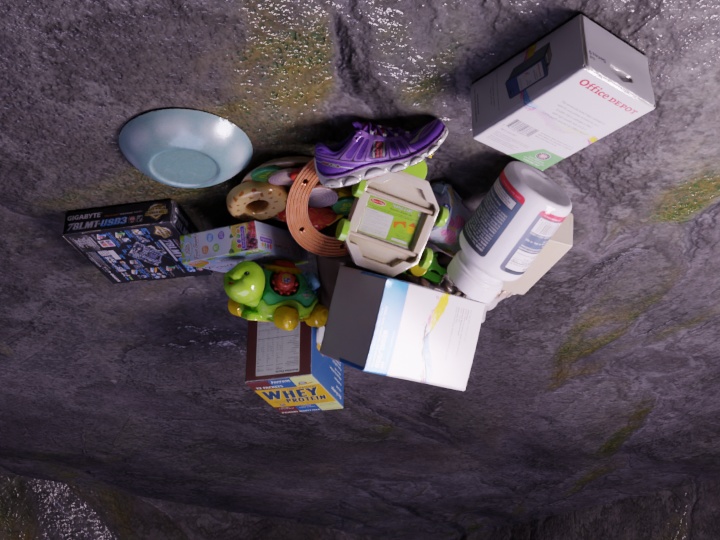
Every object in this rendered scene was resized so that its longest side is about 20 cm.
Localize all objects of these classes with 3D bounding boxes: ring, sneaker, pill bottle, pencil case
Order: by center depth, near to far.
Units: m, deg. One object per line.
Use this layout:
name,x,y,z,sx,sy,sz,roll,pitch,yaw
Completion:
sneaker,0.028,-0.179,1.463,0.197,0.084,0.081,-17,-165,2
ring,-0.023,-0.110,1.565,0.198,0.019,0.202,-14,128,-19
pill bottle,0.222,-0.055,1.582,0.119,0.120,0.201,17,121,-32
pencil case,0.161,-0.069,1.683,0.082,0.092,0.199,8,163,40

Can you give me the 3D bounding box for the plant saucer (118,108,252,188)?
plant saucer,-0.259,-0.167,1.526,0.198,0.039,0.202,-1,154,0

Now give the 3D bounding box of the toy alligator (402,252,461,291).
toy alligator,0.096,-0.015,1.637,0.198,0.055,0.059,17,177,-11

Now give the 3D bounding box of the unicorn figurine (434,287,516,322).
unicorn figurine,0.215,0.041,1.914,0.198,0.075,0.137,20,137,-26

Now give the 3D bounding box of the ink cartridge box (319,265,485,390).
ink cartridge box,0.066,0.091,1.609,0.198,0.147,0.147,14,179,-31

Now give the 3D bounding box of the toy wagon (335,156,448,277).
toy wagon,0.056,-0.094,1.553,0.153,0.202,0.040,18,-172,-19

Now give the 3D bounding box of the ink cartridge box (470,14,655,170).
ink cartridge box,0.263,-0.227,1.352,0.144,0.089,0.199,18,150,-34

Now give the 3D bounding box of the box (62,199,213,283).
box,-0.376,-0.044,1.768,0.196,0.050,0.200,-7,153,12

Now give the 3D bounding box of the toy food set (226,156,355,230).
toy food set,-0.097,-0.118,1.619,0.198,0.049,0.197,19,148,-34

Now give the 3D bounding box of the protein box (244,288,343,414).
protein box,-0.122,0.147,1.990,0.133,0.203,0.199,-7,154,15

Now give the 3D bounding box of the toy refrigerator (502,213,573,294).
toy refrigerator,0.288,-0.036,1.771,0.075,0.071,0.200,13,152,-11

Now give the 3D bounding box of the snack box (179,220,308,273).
snack box,-0.191,-0.035,1.723,0.140,0.054,0.200,-12,170,20

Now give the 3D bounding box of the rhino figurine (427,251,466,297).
rhino figurine,0.153,0.010,1.772,0.087,0.060,0.200,38,-176,14

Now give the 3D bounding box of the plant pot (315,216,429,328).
plant pot,0.000,0.000,1.735,0.198,0.202,0.176,-9,136,17

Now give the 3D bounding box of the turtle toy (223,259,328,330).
turtle toy,-0.145,0.034,1.678,0.144,0.103,0.199,13,-172,36
